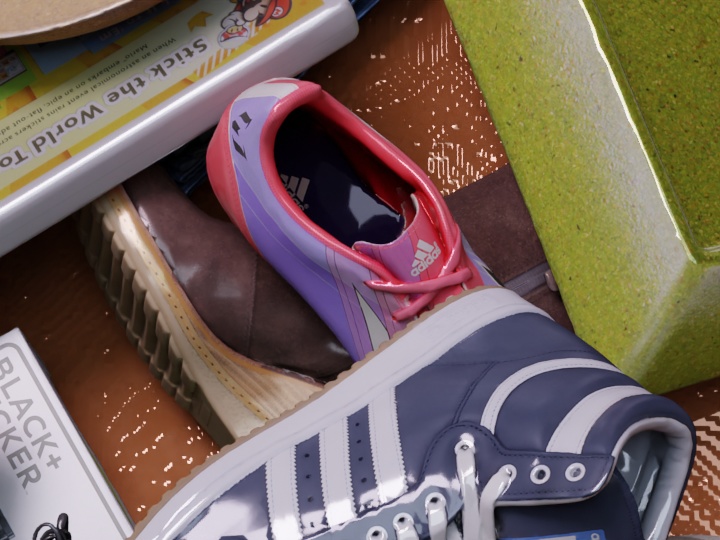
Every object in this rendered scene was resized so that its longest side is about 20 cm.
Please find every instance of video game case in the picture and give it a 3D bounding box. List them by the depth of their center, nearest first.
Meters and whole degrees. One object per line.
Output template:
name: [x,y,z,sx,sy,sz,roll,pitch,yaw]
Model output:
video game case: [-0.126,-0.094,0.801,0.200,0.023,0.182,-32,51,-6]

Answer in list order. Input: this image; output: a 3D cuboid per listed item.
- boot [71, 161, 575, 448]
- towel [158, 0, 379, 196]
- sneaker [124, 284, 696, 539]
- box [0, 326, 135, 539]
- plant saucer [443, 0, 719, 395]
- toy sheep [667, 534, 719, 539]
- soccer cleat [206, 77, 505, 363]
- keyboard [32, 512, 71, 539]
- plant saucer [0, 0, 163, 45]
boot: [0.000,0.000,0.810,0.166,0.072,0.200,-36,89,-18]
towel: [-0.044,-0.132,0.858,0.112,0.049,0.200,40,79,18]
sneaker: [0.013,0.087,0.637,0.200,0.070,0.108,-38,43,-22]
box: [-0.182,0.121,0.780,0.200,0.060,0.117,-29,76,-8]
plant saucer: [0.152,-0.071,0.815,0.200,0.048,0.200,-15,74,-20]
toy sheep: [0.114,0.156,0.721,0.138,0.200,0.138,-24,44,26]
soccer cleat: [0.025,0.014,0.735,0.067,0.076,0.200,-45,96,-16]
keyboard: [-0.146,0.122,0.706,0.127,0.021,0.201,1,85,24]
plant saucer: [-0.110,-0.153,0.801,0.200,0.035,0.201,-9,53,12]
